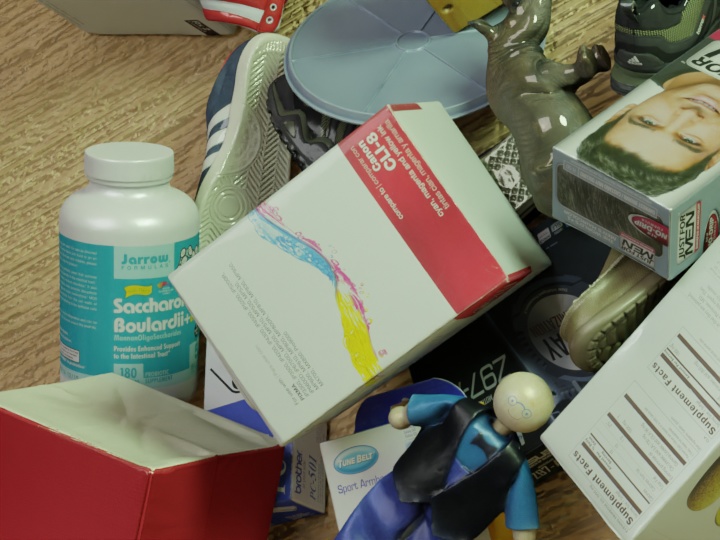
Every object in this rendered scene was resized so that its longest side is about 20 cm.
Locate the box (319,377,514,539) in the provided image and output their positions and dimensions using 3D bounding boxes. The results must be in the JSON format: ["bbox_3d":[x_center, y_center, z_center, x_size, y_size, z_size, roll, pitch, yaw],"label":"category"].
[{"bbox_3d":[0.044,0.178,1.606,0.119,0.041,0.201,-18,82,29],"label":"box"}]

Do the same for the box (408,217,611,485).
[{"bbox_3d":[0.129,0.055,1.639,0.200,0.043,0.161,-33,52,25],"label":"box"}]

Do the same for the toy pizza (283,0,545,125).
[{"bbox_3d":[0.041,-0.162,1.770,0.199,0.032,0.201,-6,39,5],"label":"toy pizza"}]

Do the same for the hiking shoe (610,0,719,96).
[{"bbox_3d":[0.227,-0.208,1.608,0.075,0.101,0.200,12,49,20],"label":"hiking shoe"}]

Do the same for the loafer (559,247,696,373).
[{"bbox_3d":[0.193,-0.007,1.546,0.067,0.076,0.200,34,55,27],"label":"loafer"}]

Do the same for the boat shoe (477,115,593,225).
[{"bbox_3d":[0.088,-0.048,1.690,0.200,0.062,0.075,-35,75,5],"label":"boat shoe"}]

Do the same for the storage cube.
[{"bbox_3d":[-0.181,0.191,1.697,0.199,0.171,0.181,18,103,31],"label":"storage cube"}]

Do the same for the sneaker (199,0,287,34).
[{"bbox_3d":[-0.046,-0.261,1.925,0.199,0.113,0.071,-12,21,2],"label":"sneaker"}]

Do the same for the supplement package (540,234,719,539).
[{"bbox_3d":[0.234,0.084,1.489,0.200,0.114,0.110,-50,46,12],"label":"supplement package"}]

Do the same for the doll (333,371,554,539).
[{"bbox_3d":[0.061,0.148,1.547,0.136,0.048,0.200,42,106,13],"label":"doll"}]

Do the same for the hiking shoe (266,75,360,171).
[{"bbox_3d":[0.007,-0.094,1.793,0.101,0.076,0.200,-38,57,-2],"label":"hiking shoe"}]

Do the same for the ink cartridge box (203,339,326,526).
[{"bbox_3d":[-0.072,0.095,1.791,0.094,0.044,0.201,-18,60,35],"label":"ink cartridge box"}]

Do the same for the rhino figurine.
[{"bbox_3d":[0.131,-0.125,1.630,0.087,0.060,0.201,-31,67,22],"label":"rhino figurine"}]

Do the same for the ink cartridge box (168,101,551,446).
[{"bbox_3d":[0.000,0.000,1.601,0.200,0.145,0.145,-37,85,16],"label":"ink cartridge box"}]

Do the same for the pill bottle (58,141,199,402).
[{"bbox_3d":[-0.180,0.004,1.827,0.111,0.110,0.201,16,112,43],"label":"pill bottle"}]

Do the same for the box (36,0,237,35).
[{"bbox_3d":[-0.217,-0.299,1.994,0.199,0.199,0.131,5,73,42],"label":"box"}]

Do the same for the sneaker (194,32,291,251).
[{"bbox_3d":[-0.099,-0.093,1.895,0.084,0.075,0.201,11,82,65],"label":"sneaker"}]

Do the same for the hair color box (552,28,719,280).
[{"bbox_3d":[0.226,-0.084,1.526,0.099,0.061,0.200,30,51,34],"label":"hair color box"}]

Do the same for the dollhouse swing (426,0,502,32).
[{"bbox_3d":[0.102,-0.313,1.743,0.200,0.182,0.176,-32,59,11],"label":"dollhouse swing"}]
